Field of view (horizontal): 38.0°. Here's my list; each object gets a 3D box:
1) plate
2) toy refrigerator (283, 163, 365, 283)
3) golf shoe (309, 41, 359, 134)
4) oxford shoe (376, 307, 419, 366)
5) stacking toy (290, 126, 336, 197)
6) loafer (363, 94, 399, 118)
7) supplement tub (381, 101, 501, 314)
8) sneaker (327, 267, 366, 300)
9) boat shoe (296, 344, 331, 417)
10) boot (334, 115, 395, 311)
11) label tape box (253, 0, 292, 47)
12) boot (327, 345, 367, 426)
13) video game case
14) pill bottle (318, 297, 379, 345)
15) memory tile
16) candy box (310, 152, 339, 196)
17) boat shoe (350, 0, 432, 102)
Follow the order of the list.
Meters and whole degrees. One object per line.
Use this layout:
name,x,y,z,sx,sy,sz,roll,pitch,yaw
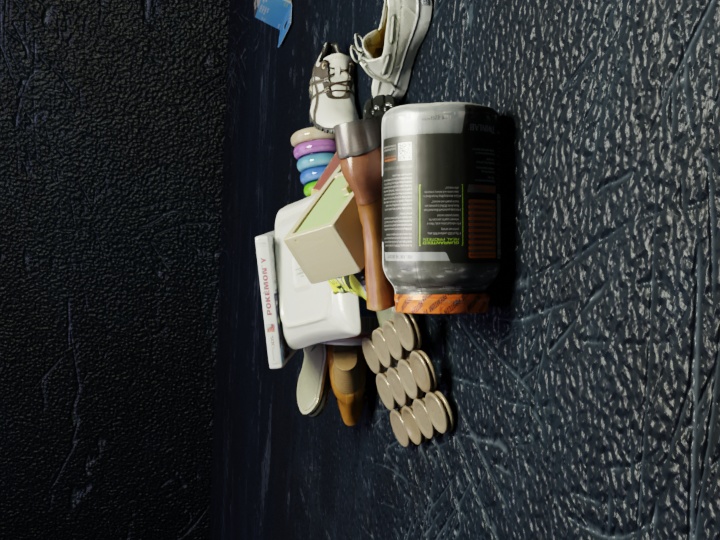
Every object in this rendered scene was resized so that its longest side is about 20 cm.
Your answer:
plate,-0.068,-0.003,1.394,0.199,0.032,0.204,-17,75,59
toy refrigerator,-0.004,-0.079,1.185,0.071,0.075,0.201,57,-138,-23
golf shoe,-0.043,-0.283,1.620,0.201,0.076,0.096,-110,24,-50
oxford shoe,0.050,0.041,1.318,0.075,0.057,0.203,-37,69,65
stacking toy,-0.064,-0.129,1.715,0.085,0.084,0.204,148,116,-73
loafer,0.034,-0.128,1.335,0.071,0.067,0.204,53,-147,-60
supplement tub,0.081,-0.060,1.044,0.122,0.120,0.204,-178,88,-76
sneaker,0.000,0.000,1.238,0.200,0.074,0.078,-128,45,-57
boat shoe,-0.054,0.152,1.623,0.072,0.067,0.202,-41,25,30
boot,0.049,-0.070,1.139,0.188,0.067,0.204,-26,-74,-63
label tape box,-0.188,-0.596,2.211,0.143,0.065,0.204,148,122,-73
boot,-0.020,0.117,1.571,0.145,0.069,0.204,89,-178,-50
video game case,-0.118,0.035,1.530,0.200,0.023,0.186,-50,-46,-83
pill bottle,-0.012,-0.002,1.439,0.112,0.110,0.204,180,90,-76
memory tile,0.056,0.136,1.277,0.156,0.017,0.200,68,160,9
candy box,-0.044,-0.064,1.585,0.116,0.054,0.202,-62,-12,-50
boat shoe,0.025,-0.281,1.328,0.203,0.084,0.076,116,150,-60
